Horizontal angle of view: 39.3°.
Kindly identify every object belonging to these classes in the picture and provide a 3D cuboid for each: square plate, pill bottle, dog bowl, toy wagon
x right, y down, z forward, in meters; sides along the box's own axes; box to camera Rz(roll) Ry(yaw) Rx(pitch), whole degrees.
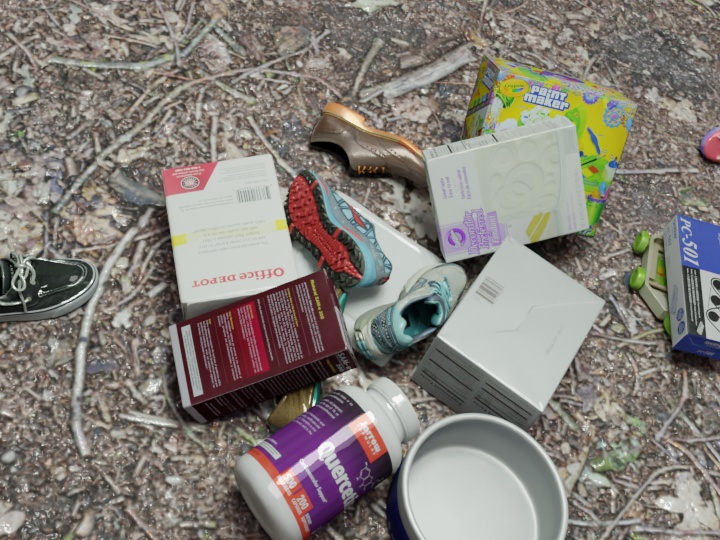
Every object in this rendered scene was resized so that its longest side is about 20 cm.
[{"bbox_3d":[0.000,0.000,1.327,0.199,0.029,0.199,34,53,8],"label":"square plate"},{"bbox_3d":[-0.033,0.204,1.106,0.199,0.113,0.113,-33,70,-21],"label":"pill bottle"},{"bbox_3d":[0.131,0.270,1.150,0.197,0.079,0.203,8,55,-12],"label":"dog bowl"},{"bbox_3d":[0.460,0.029,1.440,0.153,0.040,0.202,20,54,-2],"label":"toy wagon"}]

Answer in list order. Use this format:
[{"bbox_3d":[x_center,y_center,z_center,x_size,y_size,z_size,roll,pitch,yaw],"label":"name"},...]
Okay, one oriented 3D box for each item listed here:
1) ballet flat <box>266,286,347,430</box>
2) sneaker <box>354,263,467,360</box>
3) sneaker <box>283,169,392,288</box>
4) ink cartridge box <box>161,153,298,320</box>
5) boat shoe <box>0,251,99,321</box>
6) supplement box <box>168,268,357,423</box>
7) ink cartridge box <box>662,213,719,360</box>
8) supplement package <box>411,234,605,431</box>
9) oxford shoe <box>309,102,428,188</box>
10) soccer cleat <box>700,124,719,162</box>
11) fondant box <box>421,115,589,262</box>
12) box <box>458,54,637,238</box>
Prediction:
[{"bbox_3d":[-0.070,0.104,1.211,0.071,0.068,0.203,10,65,7],"label":"ballet flat"},{"bbox_3d":[0.085,0.050,1.262,0.199,0.086,0.078,-37,104,-40],"label":"sneaker"},{"bbox_3d":[-0.028,-0.047,1.301,0.095,0.080,0.201,11,38,-47],"label":"sneaker"},{"bbox_3d":[-0.162,-0.033,1.252,0.143,0.084,0.202,-8,59,-10],"label":"ink cartridge box"},{"bbox_3d":[-0.402,0.013,1.169,0.196,0.068,0.074,-6,59,-21],"label":"boat shoe"},{"bbox_3d":[-0.113,0.088,1.161,0.197,0.061,0.110,-20,60,5],"label":"supplement box"},{"bbox_3d":[0.476,0.022,1.397,0.093,0.044,0.202,14,54,-9],"label":"ink cartridge box"},{"bbox_3d":[0.186,0.088,1.271,0.155,0.111,0.200,35,53,8],"label":"supplement package"},{"bbox_3d":[0.020,-0.159,1.428,0.198,0.071,0.073,28,73,9],"label":"oxford shoe"},{"bbox_3d":[0.623,-0.232,1.664,0.198,0.068,0.076,-24,34,-23],"label":"soccer cleat"},{"bbox_3d":[0.191,-0.106,1.324,0.197,0.146,0.058,-13,22,2],"label":"fondant box"},{"bbox_3d":[0.247,-0.173,1.398,0.197,0.195,0.122,12,20,-9],"label":"box"}]
